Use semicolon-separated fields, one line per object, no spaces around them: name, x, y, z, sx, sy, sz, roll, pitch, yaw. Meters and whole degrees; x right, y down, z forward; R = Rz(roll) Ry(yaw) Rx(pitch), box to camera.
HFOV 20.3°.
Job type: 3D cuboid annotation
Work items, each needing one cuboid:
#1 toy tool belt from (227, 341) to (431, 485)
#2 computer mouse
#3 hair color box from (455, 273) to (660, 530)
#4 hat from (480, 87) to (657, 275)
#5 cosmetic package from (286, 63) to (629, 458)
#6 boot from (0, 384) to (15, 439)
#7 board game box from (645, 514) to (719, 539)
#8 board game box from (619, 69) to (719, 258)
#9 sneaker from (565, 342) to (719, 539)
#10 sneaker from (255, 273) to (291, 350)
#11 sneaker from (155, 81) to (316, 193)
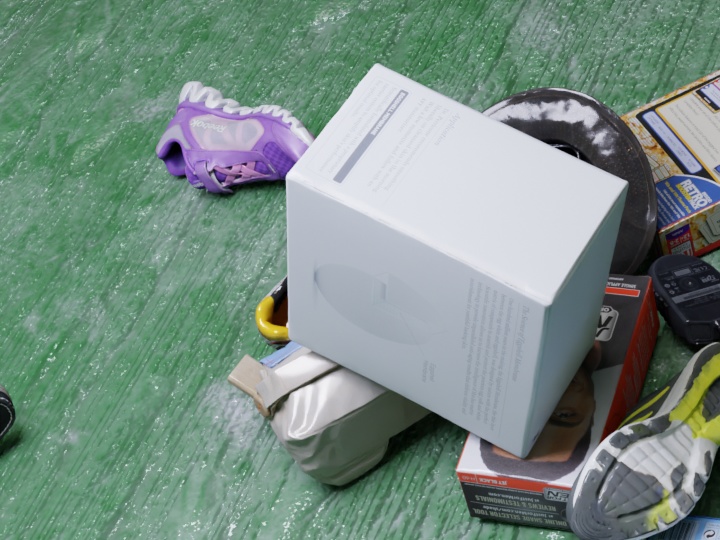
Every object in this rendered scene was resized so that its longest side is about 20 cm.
toy tool belt;0.005;0.063;1.547;0.199;0.125;0.123;-32;51;-13
computer mouse;0.274;0.058;1.511;0.058;0.034;0.200;-12;44;-17
hair color box;0.150;0.092;1.490;0.101;0.061;0.201;5;51;21
hat;0.151;-0.050;1.621;0.199;0.202;0.081;-1;4;22
cosmetic package;0.063;-0.004;1.393;0.199;0.200;0.123;28;59;16
boot;-0.335;0.193;1.590;0.203;0.074;0.154;-37;46;-11
board game box;0.238;0.252;1.310;0.151;0.037;0.200;4;46;27
board game box;0.303;-0.099;1.647;0.199;0.046;0.152;-25;41;-4
sneaker;0.207;0.134;1.409;0.075;0.085;0.200;49;55;5
sneaker;0.000;0.000;1.596;0.200;0.082;0.078;-43;68;11
sneaker;-0.111;-0.104;1.811;0.200;0.081;0.089;19;62;43
